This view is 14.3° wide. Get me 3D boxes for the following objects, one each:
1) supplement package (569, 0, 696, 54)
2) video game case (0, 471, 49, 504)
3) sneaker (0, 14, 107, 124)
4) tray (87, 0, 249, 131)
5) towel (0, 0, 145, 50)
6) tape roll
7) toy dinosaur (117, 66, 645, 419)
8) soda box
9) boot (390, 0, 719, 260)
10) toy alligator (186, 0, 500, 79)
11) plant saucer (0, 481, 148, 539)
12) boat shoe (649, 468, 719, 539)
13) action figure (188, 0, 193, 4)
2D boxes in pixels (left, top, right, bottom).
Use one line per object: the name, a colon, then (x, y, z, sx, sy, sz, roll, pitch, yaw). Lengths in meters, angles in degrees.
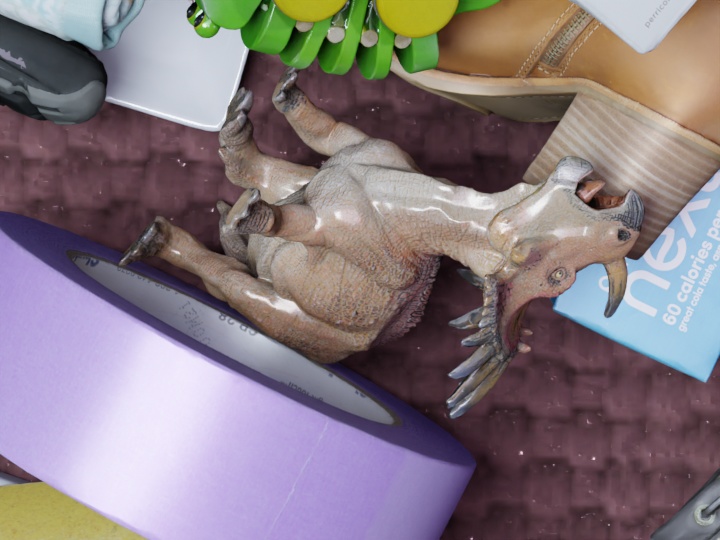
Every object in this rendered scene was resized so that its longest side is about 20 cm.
supplement package: (0.044, -0.183, 0.930, 0.200, 0.117, 0.117, 38, 97, -15)
video game case: (-0.145, 0.176, 1.142, 0.199, 0.023, 0.183, 19, 94, 2)
sneaker: (-0.168, -0.131, 1.088, 0.200, 0.075, 0.079, 37, 86, 13)
tray: (-0.076, -0.164, 1.121, 0.107, 0.022, 0.201, 16, 93, 0)
towel: (-0.125, -0.198, 1.041, 0.171, 0.048, 0.201, 23, 86, 17)
tape roll: (-0.060, 0.052, 1.043, 0.199, 0.200, 0.066, 28, 93, 0)
toy dinosaur: (0.000, 0.000, 1.048, 0.135, 0.200, 0.086, 38, 65, -17)
soda box: (0.144, -0.063, 1.097, 0.068, 0.064, 0.201, 25, 94, 1)
boot: (0.083, -0.118, 1.060, 0.200, 0.074, 0.155, 41, 104, 26)
toy alligator: (-0.034, -0.099, 0.996, 0.199, 0.059, 0.055, 6, 110, -21)
plant saucer: (-0.151, 0.187, 1.108, 0.199, 0.048, 0.201, -6, 92, 2)
boat shoe: (0.185, 0.044, 1.096, 0.065, 0.073, 0.200, 35, 88, 2)
action figure: (-0.035, -0.171, 1.075, 0.200, 0.065, 0.099, -36, 82, 3)
